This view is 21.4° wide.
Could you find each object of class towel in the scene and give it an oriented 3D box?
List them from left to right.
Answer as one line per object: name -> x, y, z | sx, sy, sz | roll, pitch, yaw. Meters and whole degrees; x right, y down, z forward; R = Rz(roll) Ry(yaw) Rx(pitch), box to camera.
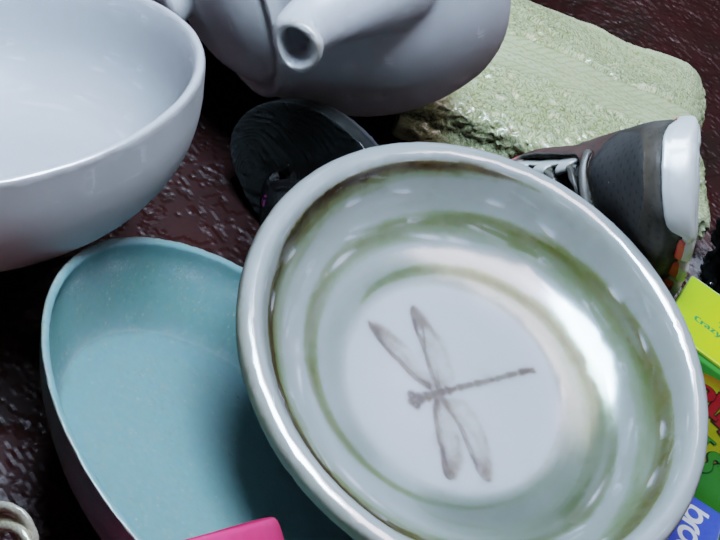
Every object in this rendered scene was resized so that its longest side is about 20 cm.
towel -> 0.102, -0.095, 1.039 | 0.199, 0.037, 0.149 | 22, 41, -12

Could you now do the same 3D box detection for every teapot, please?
teapot -> -0.032, -0.153, 0.902 | 0.145, 0.200, 0.198 | -24, 73, -14

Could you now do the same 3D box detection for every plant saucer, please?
plant saucer -> -0.047, 0.075, 0.731 | 0.199, 0.036, 0.201 | 33, 29, -21
plant saucer -> 0.040, 0.043, 0.760 | 0.199, 0.050, 0.201 | 11, 55, -17

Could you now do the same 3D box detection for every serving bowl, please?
serving bowl -> -0.159, -0.052, 0.767 | 0.198, 0.066, 0.201 | -1, 30, 0

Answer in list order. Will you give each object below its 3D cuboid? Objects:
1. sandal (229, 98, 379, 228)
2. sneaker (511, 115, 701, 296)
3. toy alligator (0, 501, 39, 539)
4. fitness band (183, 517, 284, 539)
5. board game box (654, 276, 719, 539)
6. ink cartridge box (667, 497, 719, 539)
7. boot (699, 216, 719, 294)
sandal -> 0.001, 0.000, 0.839 | 0.048, 0.076, 0.201 | -15, 58, -46
sneaker -> 0.095, -0.023, 0.868 | 0.081, 0.200, 0.078 | 6, 78, -10
toy alligator -> -0.180, 0.076, 0.620 | 0.198, 0.060, 0.054 | 6, -1, 20
fitness band -> -0.103, 0.112, 0.563 | 0.143, 0.200, 0.038 | -10, 81, -37
board game box -> 0.196, 0.104, 0.837 | 0.199, 0.102, 0.048 | 36, 38, 5
ink cartridge box -> 0.080, 0.148, 0.759 | 0.094, 0.044, 0.200 | 32, 39, -2
boot -> 0.272, 0.040, 0.979 | 0.161, 0.074, 0.199 | 14, 35, -24
